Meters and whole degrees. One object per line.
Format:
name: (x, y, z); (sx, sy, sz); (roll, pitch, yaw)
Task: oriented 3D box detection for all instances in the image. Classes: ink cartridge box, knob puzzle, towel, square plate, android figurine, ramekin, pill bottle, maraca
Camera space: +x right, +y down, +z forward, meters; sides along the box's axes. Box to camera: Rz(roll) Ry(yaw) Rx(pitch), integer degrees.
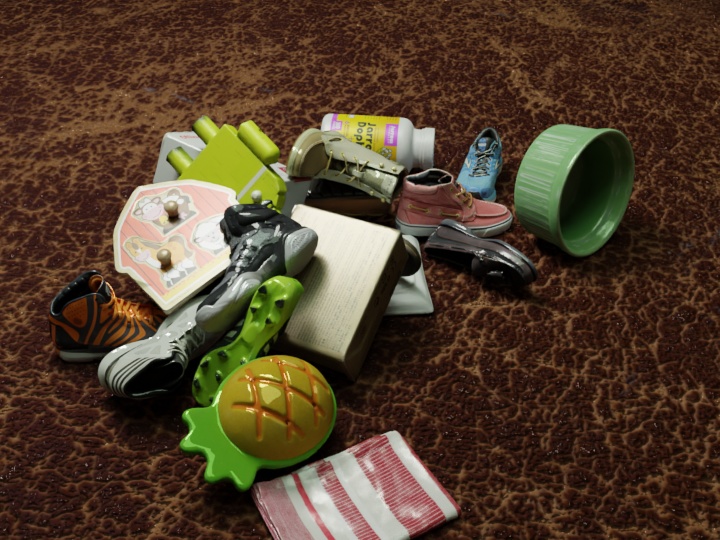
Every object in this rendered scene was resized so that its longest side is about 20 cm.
ink cartridge box: (-0.048, 0.027, 1.249); (0.164, 0.075, 0.201); (16, 67, 22)
knob puzzle: (-0.252, -0.060, 1.268); (0.217, 0.031, 0.221); (-2, 55, 3)
towel: (-0.007, 0.257, 1.033); (0.199, 0.023, 0.144); (-17, 39, -24)
square plate: (0.000, 0.000, 1.397); (0.198, 0.029, 0.199); (-2, 35, -4)
ink cartridge box: (-0.197, -0.140, 1.439); (0.199, 0.084, 0.145); (24, 15, 14)
android figurine: (-0.189, -0.122, 1.340); (0.200, 0.182, 0.041); (48, 14, 11)
ramekin: (0.329, -0.130, 1.448); (0.199, 0.202, 0.097); (-27, 36, -34)
pill bottle: (0.031, -0.220, 1.646); (0.198, 0.105, 0.105); (3, 35, 5)
maraca: (-0.114, 0.172, 1.075); (0.199, 0.107, 0.137); (-31, 66, -37)

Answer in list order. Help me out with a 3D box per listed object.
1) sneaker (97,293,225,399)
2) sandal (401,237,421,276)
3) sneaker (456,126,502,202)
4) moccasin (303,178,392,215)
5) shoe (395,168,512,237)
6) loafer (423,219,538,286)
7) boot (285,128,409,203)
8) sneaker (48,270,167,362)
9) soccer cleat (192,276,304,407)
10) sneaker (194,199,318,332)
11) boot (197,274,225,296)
sneaker: (-0.223, 0.105, 1.178); (0.200, 0.076, 0.115); (-34, 28, -27)
sandal: (-0.007, -0.024, 1.342); (0.198, 0.082, 0.055); (16, 54, 18)
sneaker: (0.204, -0.185, 1.610); (0.078, 0.091, 0.201); (7, 36, 10)
moccasin: (-0.047, -0.119, 1.536); (0.199, 0.078, 0.074); (-3, 50, -11)
shoe: (0.156, -0.109, 1.492); (0.198, 0.092, 0.072); (-2, 33, -13)
loafer: (0.177, -0.014, 1.399); (0.063, 0.072, 0.199); (-41, 43, -18)
boot: (-0.016, -0.157, 1.441); (0.154, 0.073, 0.200); (28, 21, 15)
sneaker: (-0.314, 0.057, 1.235); (0.198, 0.113, 0.078); (-8, 36, -13)
soccer cleat: (-0.136, 0.092, 1.161); (0.067, 0.200, 0.081); (41, 15, 14)
sneaker: (-0.155, -0.012, 1.189); (0.114, 0.076, 0.200); (41, 61, 16)
boot: (-0.224, -0.024, 1.390); (0.197, 0.074, 0.163); (16, 35, 12)
